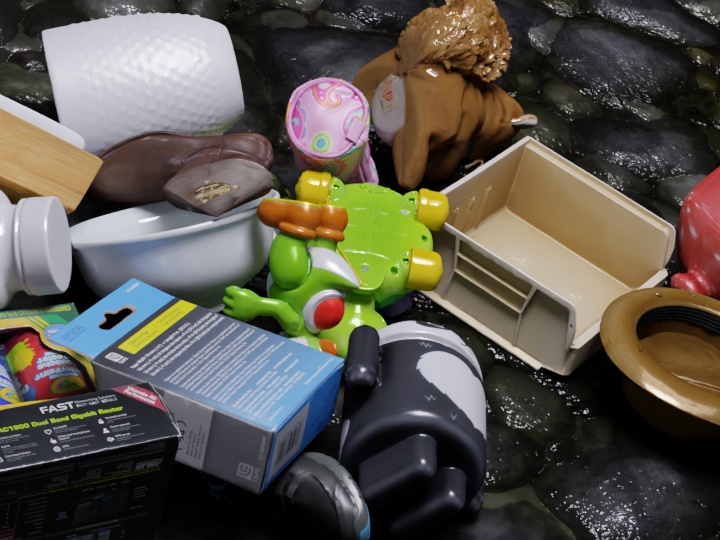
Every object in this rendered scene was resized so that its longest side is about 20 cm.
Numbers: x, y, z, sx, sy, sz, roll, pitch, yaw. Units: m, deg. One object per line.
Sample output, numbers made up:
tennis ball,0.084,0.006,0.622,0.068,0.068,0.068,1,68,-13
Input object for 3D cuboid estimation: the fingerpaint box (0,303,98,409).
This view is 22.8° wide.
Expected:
fingerpaint box,-0.301,0.114,1.424,0.200,0.073,0.167,-6,43,-27

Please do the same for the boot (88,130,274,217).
boot,-0.166,-0.080,1.581,0.186,0.064,0.200,-12,15,2

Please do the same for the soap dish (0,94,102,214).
soap dish,-0.350,-0.091,1.552,0.200,0.157,0.081,27,51,-43

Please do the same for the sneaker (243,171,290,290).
sneaker,-0.097,-0.058,1.718,0.084,0.075,0.200,-8,44,-30

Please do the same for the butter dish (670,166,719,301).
butter dish,0.377,-0.006,1.776,0.148,0.200,0.200,-26,51,-13

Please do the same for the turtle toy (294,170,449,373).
turtle toy,0.000,0.000,1.641,0.145,0.101,0.200,10,49,-3

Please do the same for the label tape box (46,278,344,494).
label tape box,-0.133,0.089,1.424,0.200,0.063,0.144,20,26,15

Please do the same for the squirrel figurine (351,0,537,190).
squirrel figurine,0.106,-0.190,1.870,0.186,0.200,0.142,2,28,-39

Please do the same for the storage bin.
storage bin,0.179,-0.014,1.754,0.198,0.094,0.200,34,40,21

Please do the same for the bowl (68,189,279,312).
bowl,-0.161,-0.008,1.587,0.201,0.091,0.201,-11,11,2

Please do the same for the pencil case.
pencil case,-0.025,-0.116,1.730,0.087,0.200,0.088,-1,73,3

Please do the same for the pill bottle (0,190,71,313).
pill bottle,-0.349,-0.014,1.491,0.200,0.111,0.111,-4,38,4

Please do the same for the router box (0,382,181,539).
router box,-0.242,0.170,1.313,0.200,0.150,0.062,-9,44,-30

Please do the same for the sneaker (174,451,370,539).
sneaker,-0.077,0.175,1.444,0.200,0.073,0.082,30,41,33

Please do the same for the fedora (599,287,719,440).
fedora,0.311,0.101,1.668,0.200,0.082,0.201,11,38,-9

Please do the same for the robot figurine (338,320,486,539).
robot figurine,0.046,0.129,1.492,0.125,0.151,0.200,4,34,0

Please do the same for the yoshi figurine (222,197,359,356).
yoshi figurine,-0.068,0.041,1.533,0.112,0.200,0.112,4,-2,-12

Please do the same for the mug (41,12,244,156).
mug,-0.210,-0.175,1.754,0.175,0.200,0.148,-12,85,-7
